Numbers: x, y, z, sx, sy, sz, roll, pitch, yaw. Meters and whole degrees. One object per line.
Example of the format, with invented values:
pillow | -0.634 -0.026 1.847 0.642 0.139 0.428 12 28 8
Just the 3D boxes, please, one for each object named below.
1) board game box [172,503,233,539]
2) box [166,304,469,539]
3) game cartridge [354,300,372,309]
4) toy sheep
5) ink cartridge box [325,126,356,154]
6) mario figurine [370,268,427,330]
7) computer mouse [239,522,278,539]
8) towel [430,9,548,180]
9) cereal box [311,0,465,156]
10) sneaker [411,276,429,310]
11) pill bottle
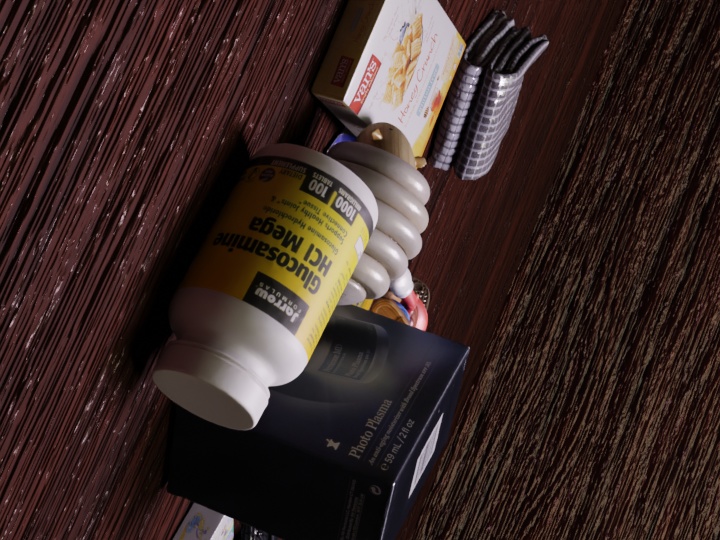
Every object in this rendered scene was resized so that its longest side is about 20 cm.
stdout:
board game box | -0.179 0.323 1.278 0.135 0.034 0.200 95 19 -52
box | -0.035 0.129 1.186 0.200 0.198 0.123 -55 160 -51
game cartridge | 0.000 0.000 1.401 0.176 0.032 0.200 -66 169 3
toy sheep | -0.010 -0.038 1.167 0.138 0.138 0.200 67 43 -74
ink cartridge box | 0.012 -0.131 1.363 0.200 0.037 0.095 -54 161 -45
mario figurine | 0.014 0.054 1.598 0.200 0.123 0.106 -47 118 -82
computer mouse | -0.100 0.231 1.421 0.200 0.053 0.139 -46 145 -72
towel | 0.172 -0.230 1.794 0.200 0.086 0.166 -53 162 -53
cereal box | 0.031 -0.187 1.240 0.144 0.039 0.200 -68 157 -6
sneaker | 0.020 0.091 1.755 0.200 0.070 0.076 -55 179 -34
pill bottle | -0.073 0.013 1.019 0.112 0.112 0.200 89 25 -62
